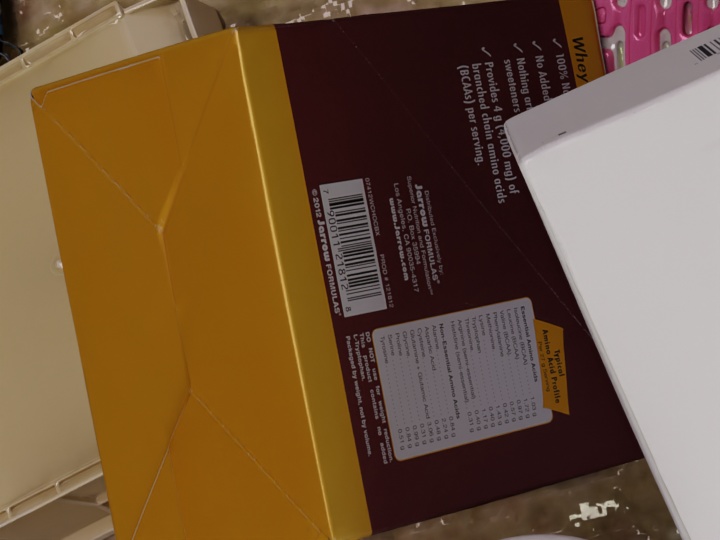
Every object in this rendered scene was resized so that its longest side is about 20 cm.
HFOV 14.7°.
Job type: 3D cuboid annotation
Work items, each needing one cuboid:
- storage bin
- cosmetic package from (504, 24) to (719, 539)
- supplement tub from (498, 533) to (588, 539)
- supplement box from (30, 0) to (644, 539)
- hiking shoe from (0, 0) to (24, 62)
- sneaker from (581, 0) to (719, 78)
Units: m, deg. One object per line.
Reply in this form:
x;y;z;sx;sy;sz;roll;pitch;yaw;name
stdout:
-0.118;0.002;1.293;0.198;0.094;0.200;-27;72;18;storage bin
0.185;0.000;1.060;0.199;0.123;0.200;-23;98;4;cosmetic package
0.087;0.203;1.090;0.132;0.200;0.132;-11;53;15;supplement tub
0.000;0.000;1.134;0.133;0.200;0.198;-11;89;47;supplement box
-0.266;-0.111;1.387;0.200;0.074;0.087;-19;74;21;hiking shoe
0.184;-0.094;1.169;0.199;0.087;0.074;-3;103;19;sneaker
